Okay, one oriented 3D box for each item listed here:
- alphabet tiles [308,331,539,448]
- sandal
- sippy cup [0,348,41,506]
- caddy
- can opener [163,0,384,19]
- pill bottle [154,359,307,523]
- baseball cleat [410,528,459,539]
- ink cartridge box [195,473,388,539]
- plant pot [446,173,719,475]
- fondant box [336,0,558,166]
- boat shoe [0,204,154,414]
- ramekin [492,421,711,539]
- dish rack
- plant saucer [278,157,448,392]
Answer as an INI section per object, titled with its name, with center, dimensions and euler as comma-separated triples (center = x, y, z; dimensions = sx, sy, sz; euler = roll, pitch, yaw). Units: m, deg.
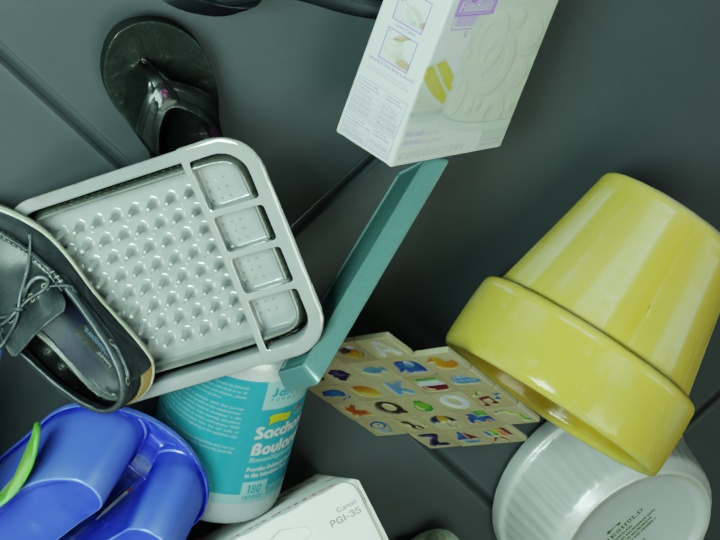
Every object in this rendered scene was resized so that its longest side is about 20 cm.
[alphabet tiles]
center = 0.040, 0.099, 1.683
dimensions = 0.200, 0.166, 0.006
euler = 37, 55, -42
[sandal]
center = -0.125, -0.099, 1.495
dimensions = 0.075, 0.048, 0.200
euler = -29, 133, -9
[sippy cup]
center = -0.321, 0.093, 1.472
dimensions = 0.178, 0.140, 0.130
euler = 16, 102, -47
[caddy]
center = -0.205, 0.179, 1.577
dimensions = 0.141, 0.105, 0.200
euler = 40, 129, -15
[can opener]
center = -0.046, -0.211, 1.464
dimensions = 0.200, 0.079, 0.063
euler = -1, 86, -34
[pill bottle]
center = -0.096, 0.086, 1.602
dimensions = 0.111, 0.111, 0.200
euler = -3, 123, -29
[baseball cleat]
center = 0.014, 0.312, 1.855
dimensions = 0.200, 0.070, 0.106
euler = -29, 131, -9
[ink cartridge box]
center = -0.063, 0.231, 1.665
dimensions = 0.146, 0.200, 0.083
euler = -27, 90, -10
[plant pot]
center = 0.202, 0.034, 1.687
dimensions = 0.201, 0.201, 0.189
euler = 39, 82, -42
[fondant box]
center = 0.076, -0.181, 1.516
dimensions = 0.144, 0.058, 0.200
euler = -14, 131, -51
[boat shoe]
center = -0.227, 0.025, 1.464
dimensions = 0.075, 0.062, 0.200
euler = -41, 100, 21
[ramekin]
center = 0.227, 0.218, 1.895
dimensions = 0.202, 0.094, 0.202
euler = -16, 129, -20
[dish rack]
center = -0.137, -0.002, 1.496
dimensions = 0.200, 0.044, 0.172
euler = -17, 109, 14
[plant saucer]
center = 0.000, 0.000, 1.539
dimensions = 0.019, 0.070, 0.200
euler = 36, 71, -13
